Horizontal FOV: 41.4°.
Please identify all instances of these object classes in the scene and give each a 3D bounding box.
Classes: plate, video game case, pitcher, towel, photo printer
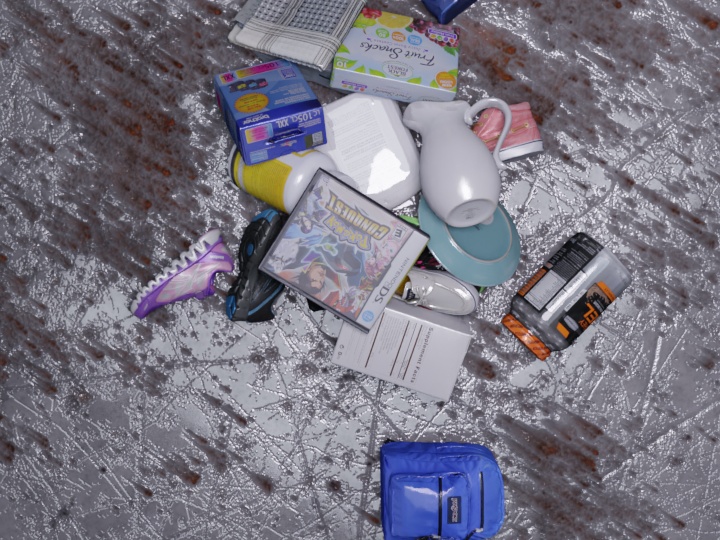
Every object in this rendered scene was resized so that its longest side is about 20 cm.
[{"bbox_3d":[0.183,-0.069,1.539,0.200,0.026,0.200,14,58,-24],"label":"plate"},{"bbox_3d":[-0.025,-0.028,1.444,0.200,0.026,0.181,31,103,-8],"label":"video game case"},{"bbox_3d":[0.169,-0.178,1.482,0.171,0.121,0.200,-15,62,1],"label":"pitcher"},{"bbox_3d":[-0.097,-0.421,1.529,0.200,0.035,0.193,21,72,25],"label":"towel"},{"bbox_3d":[0.009,-0.192,1.577,0.166,0.069,0.200,-25,91,2],"label":"photo printer"}]

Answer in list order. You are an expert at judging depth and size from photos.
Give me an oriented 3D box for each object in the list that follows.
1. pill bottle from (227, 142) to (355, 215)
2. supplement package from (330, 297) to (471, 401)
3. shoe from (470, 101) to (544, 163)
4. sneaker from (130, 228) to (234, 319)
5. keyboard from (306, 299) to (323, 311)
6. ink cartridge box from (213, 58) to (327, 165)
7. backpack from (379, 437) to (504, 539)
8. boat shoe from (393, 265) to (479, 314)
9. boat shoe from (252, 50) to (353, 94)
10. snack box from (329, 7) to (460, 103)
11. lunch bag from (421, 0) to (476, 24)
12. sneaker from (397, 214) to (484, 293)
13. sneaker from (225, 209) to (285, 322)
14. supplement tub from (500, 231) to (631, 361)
[{"bbox_3d":[-0.108,-0.149,1.520,0.200,0.112,0.112,29,92,31],"label":"pill bottle"},{"bbox_3d":[0.067,0.111,1.550,0.200,0.121,0.120,18,103,0],"label":"supplement package"},{"bbox_3d":[0.198,-0.215,1.578,0.200,0.071,0.091,-15,87,-2],"label":"shoe"},{"bbox_3d":[-0.291,0.022,1.586,0.200,0.080,0.088,-40,98,0],"label":"sneaker"},{"bbox_3d":[0.000,0.000,1.608,0.200,0.040,0.104,-12,114,-1],"label":"keyboard"},{"bbox_3d":[-0.138,-0.244,1.490,0.136,0.200,0.076,-18,136,-12],"label":"ink cartridge box"},{"bbox_3d":[0.136,0.370,1.543,0.200,0.168,0.163,0,98,-3],"label":"backpack"},{"bbox_3d":[0.088,0.029,1.517,0.200,0.070,0.071,23,122,13],"label":"boat shoe"},{"bbox_3d":[-0.086,-0.358,1.585,0.200,0.074,0.067,26,64,0],"label":"boat shoe"},{"bbox_3d":[0.057,-0.346,1.541,0.200,0.053,0.142,10,62,-7],"label":"snack box"},{"bbox_3d":[0.157,-0.501,1.536,0.200,0.136,0.132,-34,90,3],"label":"lunch bag"},{"bbox_3d":[0.120,-0.016,1.557,0.200,0.077,0.084,42,80,-14],"label":"sneaker"},{"bbox_3d":[-0.160,-0.006,1.574,0.082,0.073,0.200,10,111,-29],"label":"sneaker"},{"bbox_3d":[0.332,0.045,1.553,0.123,0.123,0.200,44,92,0],"label":"supplement tub"}]
